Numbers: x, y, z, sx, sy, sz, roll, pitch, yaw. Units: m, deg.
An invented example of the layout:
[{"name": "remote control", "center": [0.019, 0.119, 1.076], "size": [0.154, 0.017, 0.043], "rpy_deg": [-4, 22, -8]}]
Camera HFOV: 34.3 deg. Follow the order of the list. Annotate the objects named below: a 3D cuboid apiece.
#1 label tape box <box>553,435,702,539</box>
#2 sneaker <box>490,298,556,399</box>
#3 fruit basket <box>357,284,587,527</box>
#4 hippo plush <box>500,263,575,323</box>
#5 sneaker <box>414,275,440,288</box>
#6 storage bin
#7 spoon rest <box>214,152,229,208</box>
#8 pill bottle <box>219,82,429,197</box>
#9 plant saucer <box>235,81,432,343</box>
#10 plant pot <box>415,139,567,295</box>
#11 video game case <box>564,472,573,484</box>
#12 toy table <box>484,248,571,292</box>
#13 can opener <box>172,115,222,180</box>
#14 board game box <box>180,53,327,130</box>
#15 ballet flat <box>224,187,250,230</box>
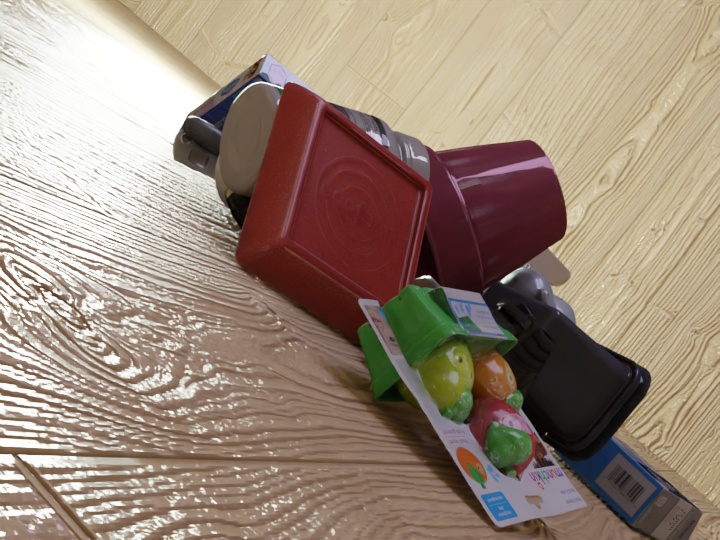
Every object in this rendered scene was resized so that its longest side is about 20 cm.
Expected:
[{"name": "label tape box", "center": [0.346, 0.271, 1.456], "size": [0.199, 0.066, 0.143], "rpy_deg": [31, 9, -48]}, {"name": "sneaker", "center": [0.101, 0.062, 1.073], "size": [0.199, 0.100, 0.071], "rpy_deg": [23, 15, -39]}, {"name": "fruit basket", "center": [0.095, 0.103, 0.916], "size": [0.200, 0.094, 0.185], "rpy_deg": [52, 20, 25]}, {"name": "hippo plush", "center": [0.176, 0.066, 1.471], "size": [0.199, 0.161, 0.159], "rpy_deg": [37, 6, -25]}, {"name": "sneaker", "center": [0.076, 0.056, 1.292], "size": [0.080, 0.072, 0.200], "rpy_deg": [41, -3, -9]}, {"name": "storage bin", "center": [0.187, 0.103, 1.265], "size": [0.134, 0.146, 0.200], "rpy_deg": [42, -4, -20]}, {"name": "spoon rest", "center": [-0.100, -0.061, 1.284], "size": [0.099, 0.061, 0.200], "rpy_deg": [42, -8, 46]}, {"name": "pill bottle", "center": [-0.034, -0.113, 1.189], "size": [0.198, 0.114, 0.113], "rpy_deg": [13, 19, -34]}, {"name": "plant saucer", "center": [-0.009, -0.050, 1.081], "size": [0.199, 0.202, 0.037], "rpy_deg": [34, -36, -33]}, {"name": "plant pot", "center": [0.140, -0.068, 1.395], "size": [0.200, 0.177, 0.202], "rpy_deg": [160, -90, -80]}, {"name": "video game case", "center": [0.103, 0.133, 1.160], "size": [0.182, 0.023, 0.200], "rpy_deg": [35, 6, -42]}, {"name": "toy table", "center": [0.184, -0.022, 1.594], "size": [0.184, 0.117, 0.200], "rpy_deg": [49, -1, 2]}, {"name": "can opener", "center": [-0.121, -0.110, 1.318], "size": [0.199, 0.053, 0.066], "rpy_deg": [26, 0, -27]}, {"name": "board game box", "center": [-0.108, -0.171, 1.538], "size": [0.199, 0.041, 0.199], "rpy_deg": [36, -36, -24]}, {"name": "ballet flat", "center": [-0.068, -0.031, 1.162], "size": [0.200, 0.057, 0.066], "rpy_deg": [42, 8, 33]}]
